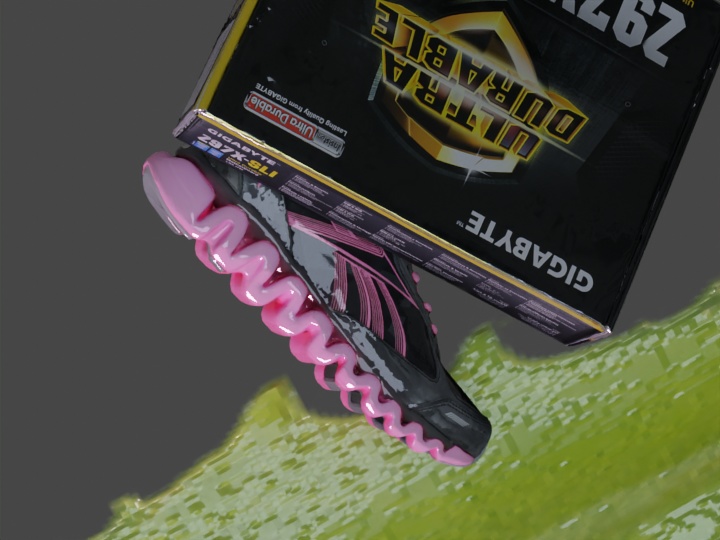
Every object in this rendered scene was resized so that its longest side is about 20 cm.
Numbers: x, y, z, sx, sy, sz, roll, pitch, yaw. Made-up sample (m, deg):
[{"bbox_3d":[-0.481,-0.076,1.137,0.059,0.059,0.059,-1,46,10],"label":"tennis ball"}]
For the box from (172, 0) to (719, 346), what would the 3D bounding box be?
[{"bbox_3d":[0.043,-0.084,0.866,0.199,0.049,0.160,28,72,-13],"label":"box"}]

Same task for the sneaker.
[{"bbox_3d":[0.000,0.000,0.896,0.095,0.079,0.200,-46,106,-10],"label":"sneaker"}]
